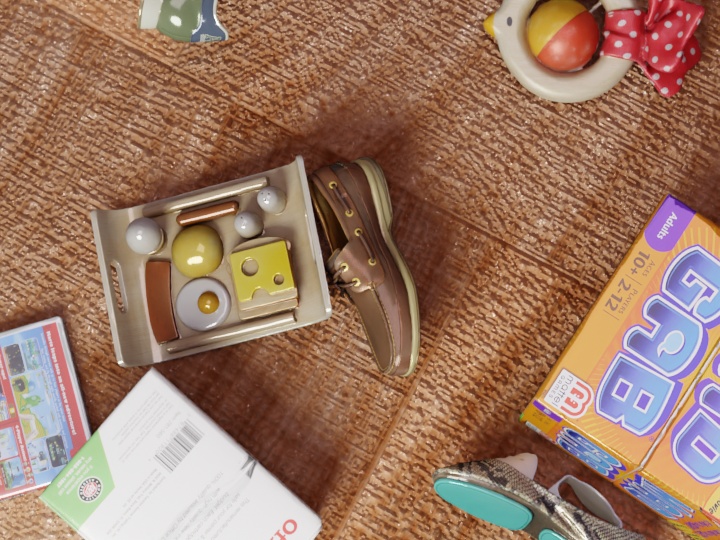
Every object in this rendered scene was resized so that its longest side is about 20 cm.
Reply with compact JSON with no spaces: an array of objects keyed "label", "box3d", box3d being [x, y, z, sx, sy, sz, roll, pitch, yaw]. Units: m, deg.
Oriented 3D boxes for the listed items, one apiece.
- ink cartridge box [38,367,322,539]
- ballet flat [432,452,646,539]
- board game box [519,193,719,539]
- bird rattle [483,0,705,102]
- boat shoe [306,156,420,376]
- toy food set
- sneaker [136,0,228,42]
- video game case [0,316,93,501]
[{"label":"ink cartridge box","box3d":[-0.151,0.203,1.645,0.200,0.084,0.146,42,84,0]},{"label":"ballet flat","box3d":[0.159,0.204,1.665,0.199,0.068,0.076,30,60,0]},{"label":"board game box","box3d":[0.272,0.089,1.606,0.199,0.200,0.201,33,83,6]},{"label":"bird rattle","box3d":[0.204,-0.223,1.731,0.163,0.113,0.200,-41,95,6]},{"label":"boat shoe","box3d":[0.000,-0.001,1.682,0.067,0.072,0.202,-8,74,-25]},{"label":"toy food set","box3d":[-0.130,-0.008,1.686,0.198,0.060,0.145,-14,80,11]},{"label":"sneaker","box3d":[-0.127,-0.292,1.692,0.089,0.067,0.202,18,82,-5]},{"label":"video game case","box3d":[-0.342,0.136,1.701,0.198,0.017,0.144,-16,81,-2]}]
